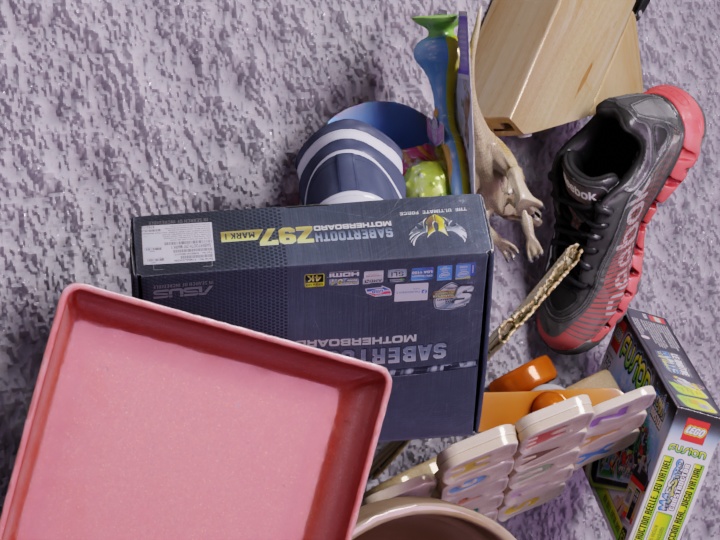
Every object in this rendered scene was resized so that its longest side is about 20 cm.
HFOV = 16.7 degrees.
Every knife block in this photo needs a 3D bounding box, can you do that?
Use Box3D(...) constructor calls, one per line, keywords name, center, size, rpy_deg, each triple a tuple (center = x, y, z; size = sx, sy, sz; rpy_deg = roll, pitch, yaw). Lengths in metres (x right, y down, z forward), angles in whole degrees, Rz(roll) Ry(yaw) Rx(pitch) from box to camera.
Box3D(name="knife block", center=(0.132, -0.191, 1.674), size=(0.200, 0.064, 0.176), rpy_deg=(-18, 103, -44))

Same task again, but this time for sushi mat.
Box3D(name="sushi mat", center=(0.070, 0.059, 1.538), size=(0.012, 0.200, 0.096), rpy_deg=(43, 52, 3))

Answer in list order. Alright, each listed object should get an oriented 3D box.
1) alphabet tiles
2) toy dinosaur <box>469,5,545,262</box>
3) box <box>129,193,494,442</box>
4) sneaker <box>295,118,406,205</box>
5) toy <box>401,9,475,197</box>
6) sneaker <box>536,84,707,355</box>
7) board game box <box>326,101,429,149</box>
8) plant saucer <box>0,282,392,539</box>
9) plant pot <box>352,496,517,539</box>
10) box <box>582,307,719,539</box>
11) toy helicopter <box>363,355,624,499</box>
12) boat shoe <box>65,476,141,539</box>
Box3D(name="alphabet tiles", center=(0.090, 0.128, 1.530), size=(0.195, 0.200, 0.015), rpy_deg=(-20, 72, -9))
Box3D(name="toy dinosaur", center=(0.079, -0.067, 1.570), size=(0.200, 0.058, 0.101), rpy_deg=(68, 6, -52))
Box3D(name="box", center=(-0.028, 0.034, 1.389), size=(0.158, 0.199, 0.051), rpy_deg=(93, -8, -47))
Box3D(name="sneaker", center=(0.000, 0.000, 1.475), size=(0.200, 0.070, 0.109), rpy_deg=(86, -2, -47))
Box3D(name="toy", center=(0.042, -0.060, 1.515), size=(0.047, 0.115, 0.201), rpy_deg=(1, 96, -8))
Box3D(name="sneaker", center=(0.159, -0.035, 1.666), size=(0.098, 0.071, 0.201), rpy_deg=(3, 115, -51))
Box3D(name="board game box", center=(0.001, -0.006, 1.558), size=(0.158, 0.039, 0.201), rpy_deg=(25, 75, -46))
Box3D(name="plant saucer", center=(-0.099, 0.125, 1.340), size=(0.199, 0.037, 0.200), rpy_deg=(16, 87, -23))
Box3D(name="plant pot", center=(0.011, 0.231, 1.486), size=(0.200, 0.093, 0.202), rpy_deg=(-4, 97, -29))
Box3D(name="box", center=(0.189, 0.108, 1.640), size=(0.035, 0.200, 0.110), rpy_deg=(16, 105, -9))
Box3D(name="toy helicopter", center=(0.088, 0.113, 1.596), size=(0.200, 0.132, 0.079), rpy_deg=(-24, 85, -29))
Box3D(name="boat shoe", center=(-0.170, 0.157, 1.360), size=(0.062, 0.072, 0.201), rpy_deg=(21, 77, -39))
